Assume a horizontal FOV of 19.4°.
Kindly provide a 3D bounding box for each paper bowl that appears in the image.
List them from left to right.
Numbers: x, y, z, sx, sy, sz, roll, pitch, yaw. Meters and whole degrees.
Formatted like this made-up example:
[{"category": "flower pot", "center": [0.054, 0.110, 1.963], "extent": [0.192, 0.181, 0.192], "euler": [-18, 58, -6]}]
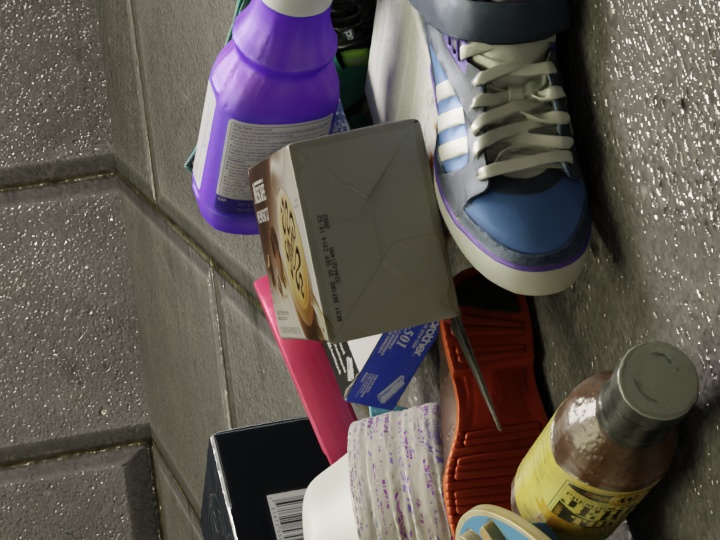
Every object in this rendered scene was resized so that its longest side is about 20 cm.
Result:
[{"category": "paper bowl", "center": [0.027, 0.194, 1.371], "extent": [0.201, 0.104, 0.202], "euler": [-15, -90, -84]}]

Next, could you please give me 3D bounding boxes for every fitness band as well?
[{"category": "fitness band", "center": [-0.028, 0.094, 1.618], "extent": [0.144, 0.037, 0.201], "euler": [-170, 56, -86]}]

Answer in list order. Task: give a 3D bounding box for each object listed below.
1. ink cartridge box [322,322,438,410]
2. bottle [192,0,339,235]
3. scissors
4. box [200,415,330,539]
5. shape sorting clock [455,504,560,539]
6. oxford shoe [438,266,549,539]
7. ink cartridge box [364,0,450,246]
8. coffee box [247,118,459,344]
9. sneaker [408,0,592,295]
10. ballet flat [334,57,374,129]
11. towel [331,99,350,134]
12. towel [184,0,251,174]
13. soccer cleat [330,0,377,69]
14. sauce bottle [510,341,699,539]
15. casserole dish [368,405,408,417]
[{"category": "ink cartridge box", "center": [0.000, 0.000, 1.541], "extent": [0.094, 0.044, 0.200], "euler": [-60, 32, 29]}, {"category": "bottle", "center": [-0.056, -0.111, 1.338], "extent": [0.201, 0.083, 0.065], "euler": [104, 153, -45]}, {"category": "scissors", "center": [0.051, 0.020, 1.236], "extent": [0.073, 0.014, 0.201], "euler": [104, 152, -58]}, {"category": "box", "center": [-0.065, 0.267, 1.909], "extent": [0.197, 0.123, 0.201], "euler": [106, 152, -59]}, {"category": "shape sorting clock", "center": [0.113, 0.216, 1.147], "extent": [0.200, 0.039, 0.200], "euler": [45, 157, 24]}, {"category": "oxford shoe", "center": [0.082, 0.101, 1.284], "extent": [0.073, 0.071, 0.201], "euler": [114, 155, -80]}, {"category": "ink cartridge box", "center": [0.050, -0.097, 1.305], "extent": [0.163, 0.050, 0.201], "euler": [98, 160, -52]}, {"category": "coffee box", "center": [-0.008, -0.020, 1.242], "extent": [0.200, 0.079, 0.114], "euler": [177, 81, -80]}, {"category": "sneaker", "center": [0.077, -0.104, 1.111], "extent": [0.147, 0.080, 0.201], "euler": [90, 171, -51]}, {"category": "ballet flat", "center": [0.006, -0.093, 1.489], "extent": [0.064, 0.075, 0.200], "euler": [49, -166, -34]}, {"category": "towel", "center": [-0.038, -0.096, 1.451], "extent": [0.145, 0.024, 0.201], "euler": [104, 152, -56]}, {"category": "towel", "center": [-0.078, -0.142, 1.594], "extent": [0.147, 0.022, 0.201], "euler": [50, -126, -68]}, {"category": "soccer cleat", "center": [-0.005, -0.177, 1.398], "extent": [0.200, 0.067, 0.082], "euler": [-17, -79, -81]}, {"category": "sauce bottle", "center": [0.124, 0.090, 1.071], "extent": [0.200, 0.064, 0.065], "euler": [106, 152, -66]}, {"category": "casserole dish", "center": [0.039, 0.183, 1.532], "extent": [0.121, 0.039, 0.201], "euler": [52, -151, -85]}]
